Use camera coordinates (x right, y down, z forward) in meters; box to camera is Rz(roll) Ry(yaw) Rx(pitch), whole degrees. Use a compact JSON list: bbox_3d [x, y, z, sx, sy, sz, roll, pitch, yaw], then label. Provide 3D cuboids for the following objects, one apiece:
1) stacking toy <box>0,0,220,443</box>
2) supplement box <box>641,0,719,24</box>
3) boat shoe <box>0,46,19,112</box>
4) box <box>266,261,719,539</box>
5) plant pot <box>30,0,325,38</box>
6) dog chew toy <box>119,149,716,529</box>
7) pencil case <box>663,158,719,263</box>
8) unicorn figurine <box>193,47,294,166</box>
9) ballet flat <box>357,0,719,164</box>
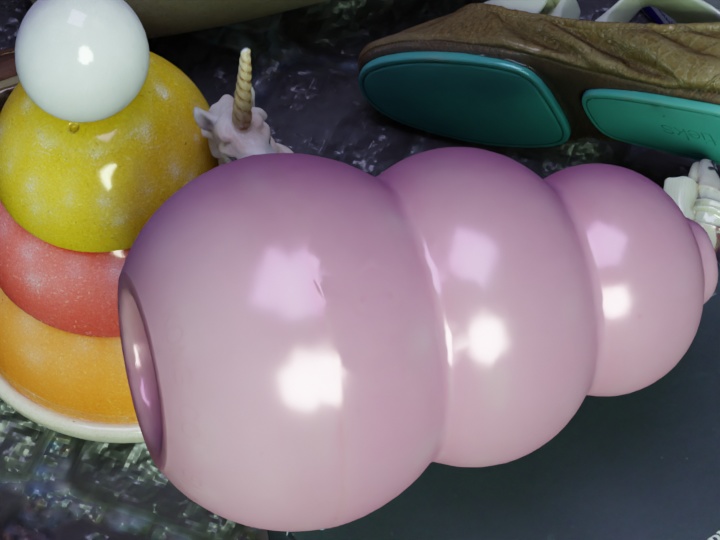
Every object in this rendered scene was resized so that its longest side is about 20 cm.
[{"bbox_3d":[-0.095,-0.041,0.991,0.146,0.200,0.146,-1,54,1],"label":"stacking toy"},{"bbox_3d":[0.183,-0.170,1.070,0.101,0.200,0.103,-25,57,-15],"label":"supplement box"},{"bbox_3d":[-0.190,-0.061,1.089,0.200,0.072,0.068,-23,58,-10],"label":"boat shoe"},{"bbox_3d":[0.098,0.124,0.922,0.200,0.104,0.182,-28,58,-17],"label":"box"},{"bbox_3d":[-0.063,-0.183,1.123,0.200,0.187,0.187,-27,56,1],"label":"plant pot"},{"bbox_3d":[0.023,0.014,0.866,0.200,0.125,0.125,-11,54,-15],"label":"dog chew toy"},{"bbox_3d":[0.214,0.010,1.009,0.200,0.090,0.078,12,53,12],"label":"pencil case"},{"bbox_3d":[0.000,0.000,0.984,0.074,0.200,0.138,-22,79,29],"label":"unicorn figurine"},{"bbox_3d":[0.096,-0.090,1.078,0.200,0.068,0.072,7,57,34],"label":"ballet flat"}]
